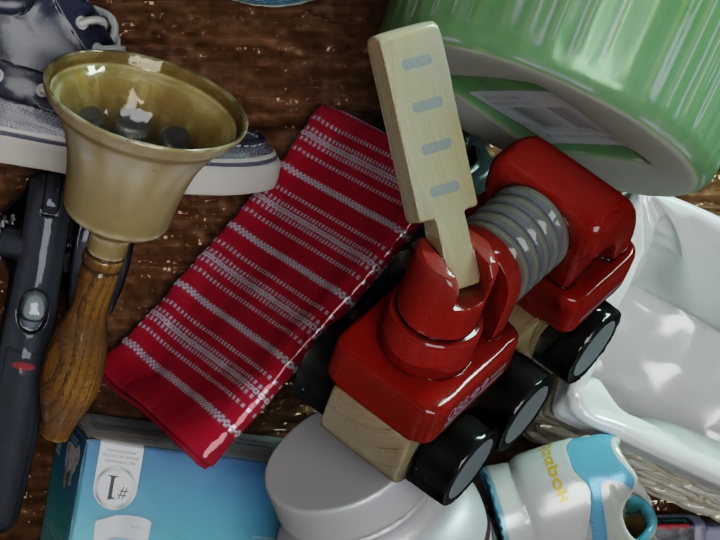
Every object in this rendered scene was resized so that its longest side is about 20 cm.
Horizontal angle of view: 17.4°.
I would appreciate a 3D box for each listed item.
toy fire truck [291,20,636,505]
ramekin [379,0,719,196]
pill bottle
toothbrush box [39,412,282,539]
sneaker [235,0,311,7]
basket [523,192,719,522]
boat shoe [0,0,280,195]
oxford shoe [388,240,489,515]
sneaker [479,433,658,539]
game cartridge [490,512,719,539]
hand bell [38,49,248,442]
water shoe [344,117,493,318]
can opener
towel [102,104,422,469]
[{"bbox_3d":[0.055,-0.021,1.115,0.128,0.201,0.176,37,47,17],"label":"toy fire truck"},{"bbox_3d":[0.106,-0.116,1.153,0.199,0.200,0.098,26,80,-16],"label":"ramekin"},{"bbox_3d":[0.023,0.168,1.218,0.113,0.113,0.201,-29,123,-9],"label":"pill bottle"},{"bbox_3d":[-0.103,0.188,1.278,0.146,0.085,0.201,8,95,-17],"label":"toothbrush box"},{"bbox_3d":[-0.069,-0.173,1.235,0.199,0.090,0.079,-8,100,-14],"label":"sneaker"},{"bbox_3d":[0.189,0.057,1.304,0.199,0.123,0.136,24,75,-18],"label":"basket"},{"bbox_3d":[-0.133,-0.098,1.235,0.199,0.075,0.093,8,103,-15],"label":"boat shoe"},{"bbox_3d":[0.027,0.083,1.274,0.074,0.070,0.201,-7,106,-1],"label":"oxford shoe"},{"bbox_3d":[0.128,0.162,1.265,0.080,0.077,0.200,-21,141,4],"label":"sneaker"},{"bbox_3d":[0.130,0.206,1.369,0.199,0.038,0.130,0,102,-14],"label":"game cartridge"},{"bbox_3d":[-0.131,0.001,1.196,0.104,0.104,0.201,10,117,-15],"label":"hand bell"},{"bbox_3d":[0.000,0.000,1.287,0.079,0.071,0.200,42,88,-22],"label":"water shoe"},{"bbox_3d":[-0.176,0.043,1.250,0.078,0.063,0.201,15,95,-2],"label":"can opener"},{"bbox_3d":[-0.048,0.004,1.238,0.200,0.145,0.022,-49,122,-4],"label":"towel"}]
